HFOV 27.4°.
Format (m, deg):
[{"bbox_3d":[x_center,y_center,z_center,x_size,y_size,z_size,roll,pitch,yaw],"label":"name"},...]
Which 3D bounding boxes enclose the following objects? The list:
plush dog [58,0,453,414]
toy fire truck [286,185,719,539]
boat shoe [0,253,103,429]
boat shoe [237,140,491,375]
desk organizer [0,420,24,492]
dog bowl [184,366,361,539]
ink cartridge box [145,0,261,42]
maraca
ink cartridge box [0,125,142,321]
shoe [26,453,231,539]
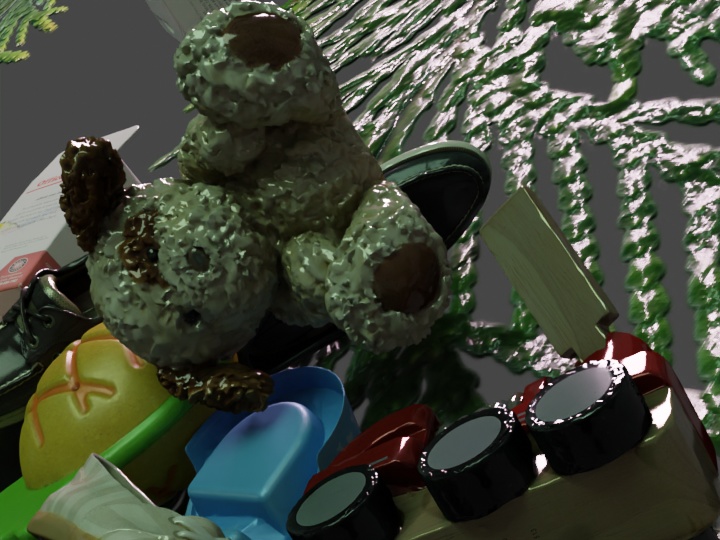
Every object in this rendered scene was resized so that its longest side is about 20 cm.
[{"bbox_3d":[-0.069,-0.021,0.799,0.171,0.201,0.160,-33,5,-6],"label":"plush dog"},{"bbox_3d":[0.062,0.066,0.674,0.175,0.129,0.200,-26,16,19],"label":"toy fire truck"},{"bbox_3d":[-0.188,0.029,0.926,0.200,0.065,0.073,-34,51,-18],"label":"boat shoe"},{"bbox_3d":[-0.002,-0.002,0.892,0.199,0.075,0.066,-30,29,13],"label":"boat shoe"},{"bbox_3d":[-0.218,0.107,0.976,0.077,0.072,0.200,-4,41,51],"label":"desk organizer"},{"bbox_3d":[-0.066,0.138,0.767,0.111,0.050,0.200,-5,40,46],"label":"dog bowl"},{"bbox_3d":[-0.139,-0.338,1.585,0.200,0.084,0.146,-38,27,-6],"label":"ink cartridge box"},{"bbox_3d":[-0.150,0.098,0.862,0.200,0.107,0.137,-43,12,-21],"label":"maraca"},{"bbox_3d":[-0.247,-0.026,1.228,0.116,0.068,0.200,-11,37,39],"label":"ink cartridge box"},{"bbox_3d":[-0.100,0.126,0.692,0.053,0.070,0.200,-55,30,-17],"label":"shoe"}]
